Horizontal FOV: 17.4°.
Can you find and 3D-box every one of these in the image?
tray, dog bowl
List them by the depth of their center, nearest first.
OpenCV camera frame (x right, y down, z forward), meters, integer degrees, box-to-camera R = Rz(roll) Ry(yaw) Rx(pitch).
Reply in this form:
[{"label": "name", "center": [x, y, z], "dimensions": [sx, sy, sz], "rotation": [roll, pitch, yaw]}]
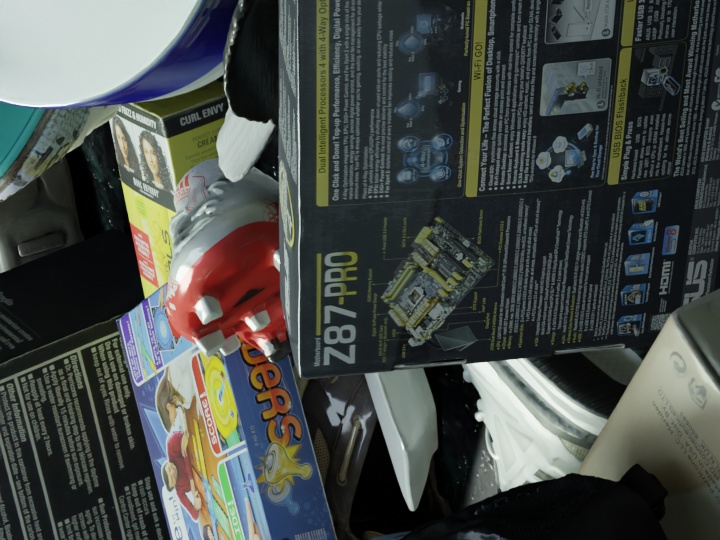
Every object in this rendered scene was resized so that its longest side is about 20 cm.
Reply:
[{"label": "dog bowl", "center": [-0.121, -0.172, 1.028], "dimensions": [0.199, 0.079, 0.202], "rotation": [4, 99, 27]}, {"label": "tray", "center": [0.000, 0.000, 1.049], "dimensions": [0.108, 0.022, 0.201], "rotation": [84, 168, -70]}]

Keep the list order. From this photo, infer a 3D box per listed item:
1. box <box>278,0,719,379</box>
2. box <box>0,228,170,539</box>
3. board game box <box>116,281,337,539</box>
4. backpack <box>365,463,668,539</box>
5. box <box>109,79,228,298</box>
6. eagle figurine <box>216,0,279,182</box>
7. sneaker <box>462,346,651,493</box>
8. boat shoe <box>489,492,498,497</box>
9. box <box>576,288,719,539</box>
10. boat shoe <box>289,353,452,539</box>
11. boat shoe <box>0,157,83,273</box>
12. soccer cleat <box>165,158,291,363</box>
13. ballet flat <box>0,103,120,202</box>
[{"label": "box", "center": [0.053, -0.056, 0.801], "dimensions": [0.049, 0.160, 0.201], "rotation": [-107, 13, -48]}, {"label": "box", "center": [-0.180, 0.111, 1.341], "dimensions": [0.123, 0.197, 0.201], "rotation": [29, 135, 54]}, {"label": "board game box", "center": [-0.061, 0.102, 1.140], "dimensions": [0.135, 0.034, 0.202], "rotation": [-31, 72, 63]}, {"label": "backpack", "center": [0.029, 0.177, 0.792], "dimensions": [0.199, 0.134, 0.184], "rotation": [-20, 98, 40]}, {"label": "box", "center": [-0.082, -0.003, 1.232], "dimensions": [0.075, 0.050, 0.201], "rotation": [29, 134, 53]}, {"label": "eagle figurine", "center": [-0.001, -0.116, 0.884], "dimensions": [0.151, 0.151, 0.200], "rotation": [31, 159, 44]}, {"label": "sneaker", "center": [0.048, 0.034, 0.978], "dimensions": [0.201, 0.075, 0.116], "rotation": [46, 145, 33]}, {"label": "boat shoe", "center": [0.034, 0.146, 0.974], "dimensions": [0.071, 0.091, 0.200], "rotation": [56, -170, 13]}, {"label": "box", "center": [0.133, 0.080, 0.833], "dimensions": [0.078, 0.094, 0.200], "rotation": [56, 151, 22]}, {"label": "boat shoe", "center": [0.005, 0.128, 1.141], "dimensions": [0.073, 0.074, 0.201], "rotation": [31, 137, 52]}, {"label": "boat shoe", "center": [-0.197, 0.004, 1.434], "dimensions": [0.073, 0.074, 0.202], "rotation": [-161, 62, -67]}, {"label": "soccer cleat", "center": [-0.054, -0.011, 1.001], "dimensions": [0.086, 0.068, 0.200], "rotation": [58, -176, 10]}, {"label": "ballet flat", "center": [-0.145, -0.111, 1.177], "dimensions": [0.072, 0.071, 0.202], "rotation": [118, 161, -58]}]
